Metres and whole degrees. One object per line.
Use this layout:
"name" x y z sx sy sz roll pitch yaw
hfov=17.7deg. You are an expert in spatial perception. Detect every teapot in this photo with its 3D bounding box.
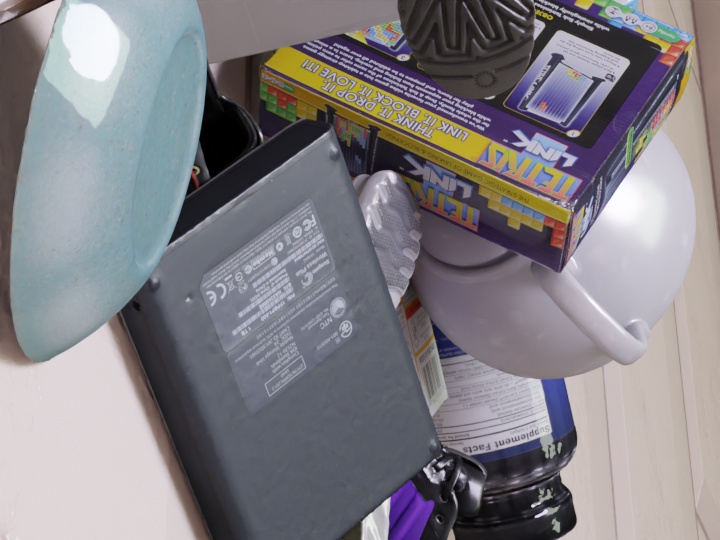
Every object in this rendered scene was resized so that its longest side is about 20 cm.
"teapot" 0.098 -0.035 1.393 0.146 0.199 0.199 31 64 -49

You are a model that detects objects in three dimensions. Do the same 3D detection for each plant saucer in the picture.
"plant saucer" -0.099 -0.055 0.987 0.201 0.038 0.202 12 90 -83

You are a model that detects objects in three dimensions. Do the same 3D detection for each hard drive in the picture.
"hard drive" -0.039 0.046 1.155 0.139 0.033 0.201 -37 122 -31

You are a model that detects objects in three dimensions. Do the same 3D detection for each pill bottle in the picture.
"pill bottle" 0.084 0.084 1.566 0.112 0.111 0.201 -42 120 -72

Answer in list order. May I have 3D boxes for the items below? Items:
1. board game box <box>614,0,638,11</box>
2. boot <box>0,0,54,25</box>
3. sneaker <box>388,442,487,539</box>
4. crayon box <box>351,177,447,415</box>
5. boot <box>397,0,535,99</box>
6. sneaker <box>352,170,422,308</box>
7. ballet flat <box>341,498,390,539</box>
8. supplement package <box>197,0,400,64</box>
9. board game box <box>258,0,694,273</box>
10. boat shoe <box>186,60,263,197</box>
"board game box" 0.098 -0.105 1.562 0.034 0.199 0.135 45 -29 33
"boot" -0.159 -0.184 0.979 0.200 0.070 0.147 -60 130 -69
"sneaker" 0.023 0.111 1.339 0.070 0.099 0.201 -34 113 -76
"crayon box" 0.000 0.000 1.429 0.126 0.051 0.201 -38 117 -75
"boot" 0.049 -0.208 1.196 0.200 0.072 0.183 -84 160 -61
"sneaker" -0.032 0.036 1.252 0.075 0.082 0.201 53 48 -36
"ballet flat" -0.019 0.135 1.254 0.069 0.069 0.201 31 53 -70
"supplement package" -0.047 -0.247 1.251 0.200 0.146 0.192 -74 150 -59
"board game box" 0.067 -0.106 1.325 0.166 0.199 0.057 -52 159 -34
"boat shoe" -0.080 -0.050 1.163 0.202 0.063 0.074 66 18 -44
